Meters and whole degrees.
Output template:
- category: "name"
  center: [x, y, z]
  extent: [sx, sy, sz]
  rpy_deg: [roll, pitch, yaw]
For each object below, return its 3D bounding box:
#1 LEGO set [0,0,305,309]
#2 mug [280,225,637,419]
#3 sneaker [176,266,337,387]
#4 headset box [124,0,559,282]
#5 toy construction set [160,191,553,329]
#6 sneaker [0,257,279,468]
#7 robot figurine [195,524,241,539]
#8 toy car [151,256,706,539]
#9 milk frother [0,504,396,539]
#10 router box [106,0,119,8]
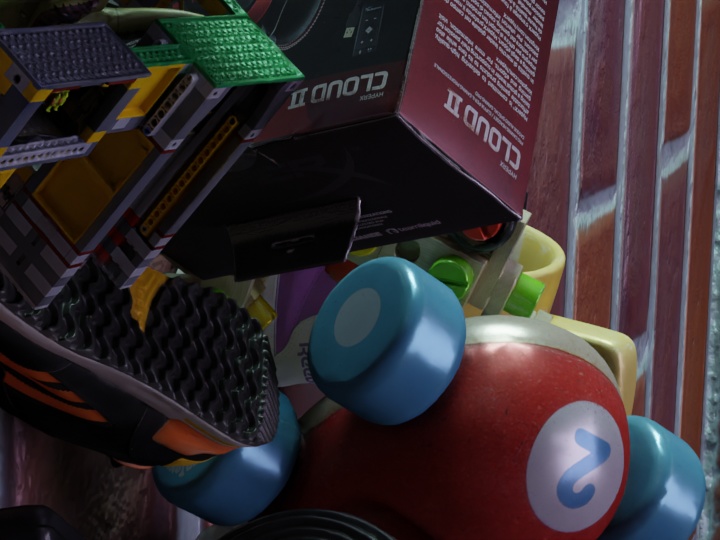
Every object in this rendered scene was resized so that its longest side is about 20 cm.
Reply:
- category: "LEGO set"
  center: [-0.122, -0.055, 0.667]
  extent: [0.116, 0.154, 0.200]
  rpy_deg: [-48, 174, 23]
- category: "mug"
  center: [0.030, 0.058, 1.138]
  extent: [0.149, 0.186, 0.154]
  rpy_deg: [0, 107, -31]
- category: "sneaker"
  center: [-0.013, -0.026, 1.050]
  extent: [0.073, 0.114, 0.201]
  rpy_deg: [69, 29, -52]
- category: "headset box"
  center: [-0.009, -0.090, 0.774]
  extent: [0.075, 0.148, 0.201]
  rpy_deg: [36, 55, -41]
- category: "toy construction set"
  center: [0.000, 0.000, 0.925]
  extent: [0.092, 0.199, 0.132]
  rpy_deg: [-96, -150, -71]
- category: "sneaker"
  center: [-0.119, 0.021, 0.789]
  extent: [0.200, 0.090, 0.070]
  rpy_deg: [38, 40, -40]
- category: "robot figurine"
  center: [-0.046, 0.196, 0.992]
  extent: [0.200, 0.112, 0.171]
  rpy_deg: [-3, 82, -73]
- category: "toy car"
  center: [0.033, 0.135, 0.860]
  extent: [0.184, 0.177, 0.201]
  rpy_deg: [32, 39, -35]
- category: "milk frother"
  center: [-0.061, 0.184, 0.787]
  extent: [0.188, 0.199, 0.181]
  rpy_deg: [65, 35, -59]
- category: "router box"
  center: [-0.092, -0.156, 0.856]
  extent: [0.200, 0.052, 0.158]
  rpy_deg: [9, 86, -73]
